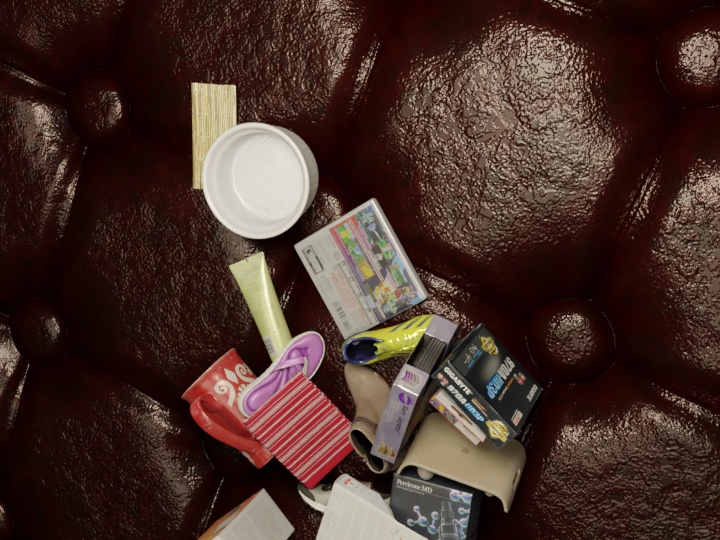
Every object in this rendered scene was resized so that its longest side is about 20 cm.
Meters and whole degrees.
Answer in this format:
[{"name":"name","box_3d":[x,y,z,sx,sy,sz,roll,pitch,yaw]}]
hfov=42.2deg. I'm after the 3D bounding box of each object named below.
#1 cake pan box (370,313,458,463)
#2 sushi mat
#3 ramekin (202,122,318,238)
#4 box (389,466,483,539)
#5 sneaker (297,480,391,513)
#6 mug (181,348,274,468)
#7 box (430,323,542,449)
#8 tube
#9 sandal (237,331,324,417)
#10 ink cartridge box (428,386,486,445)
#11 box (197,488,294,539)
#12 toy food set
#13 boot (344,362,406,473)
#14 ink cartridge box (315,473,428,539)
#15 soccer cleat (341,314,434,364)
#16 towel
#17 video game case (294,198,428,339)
[{"name":"cake pan box","box_3d":[0.091,0.195,1.563,0.052,0.184,0.201,24,133,10]},{"name":"sushi mat","box_3d":[-0.271,-0.244,1.728,0.095,0.012,0.202,6,103,19]},{"name":"ramekin","box_3d":[-0.170,-0.163,1.655,0.199,0.098,0.202,4,103,16]},{"name":"box","box_3d":[0.132,0.452,1.679,0.147,0.107,0.202,11,105,19]},{"name":"sneaker","box_3d":[-0.022,0.425,1.757,0.199,0.074,0.080,14,97,11]},{"name":"mug","box_3d":[-0.234,0.277,1.750,0.200,0.177,0.133,46,140,1]},{"name":"box","box_3d":[0.212,0.185,1.538,0.159,0.200,0.046,47,117,5]},{"name":"tube","box_3d":[-0.177,0.070,1.747,0.058,0.052,0.201,-23,90,-21]},{"name":"sandal","box_3d":[-0.133,0.198,1.700,0.203,0.050,0.083,-45,117,-15]},{"name":"ink cartridge box","box_3d":[0.175,0.230,1.562,0.109,0.200,0.050,43,112,7]},{"name":"box","box_3d":[-0.246,0.536,1.789,0.152,0.200,0.107,-39,88,23]},{"name":"toy food set","box_3d":[0.178,0.334,1.617,0.199,0.144,0.061,17,124,16]},{"name":"boot","box_3d":[0.014,0.262,1.659,0.070,0.146,0.200,-40,86,25]},{"name":"ink cartridge box","box_3d":[0.023,0.481,1.667,0.199,0.050,0.163,26,114,19]},{"name":"soccer cleat","box_3d":[0.061,0.127,1.640,0.199,0.084,0.065,-15,94,13]},{"name":"towel","box_3d":[-0.100,0.293,1.705,0.144,0.022,0.200,-42,114,-3]},{"name":"video game case","box_3d":[0.000,0.000,1.675,0.182,0.023,0.201,-29,90,24]}]
